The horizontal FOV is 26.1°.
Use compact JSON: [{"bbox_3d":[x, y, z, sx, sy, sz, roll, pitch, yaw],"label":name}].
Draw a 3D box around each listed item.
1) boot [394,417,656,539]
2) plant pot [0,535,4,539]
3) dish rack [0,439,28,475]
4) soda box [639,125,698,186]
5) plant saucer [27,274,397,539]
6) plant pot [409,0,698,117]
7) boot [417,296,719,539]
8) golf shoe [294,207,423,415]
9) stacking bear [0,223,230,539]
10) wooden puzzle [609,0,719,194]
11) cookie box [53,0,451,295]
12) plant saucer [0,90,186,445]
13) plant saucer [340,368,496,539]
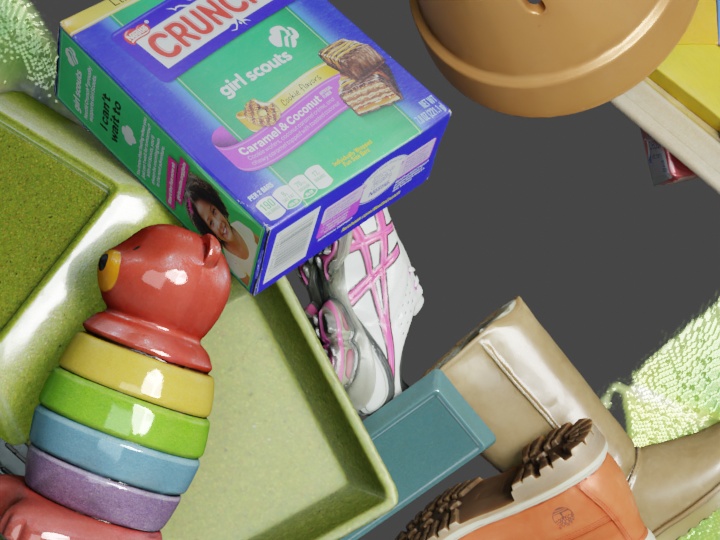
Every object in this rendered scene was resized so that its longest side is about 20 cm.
[{"bbox_3d":[0.103,0.191,1.057,0.199,0.075,0.108,-31,102,29],"label":"boot"},{"bbox_3d":[-0.306,0.246,1.020,0.180,0.199,0.201,24,90,-8],"label":"plant pot"},{"bbox_3d":[-0.199,0.058,1.084,0.153,0.055,0.200,42,90,0],"label":"dish rack"},{"bbox_3d":[0.297,-0.117,1.083,0.198,0.063,0.071,-15,91,-1],"label":"soda box"},{"bbox_3d":[-0.104,0.110,1.016,0.199,0.048,0.201,-29,81,2],"label":"plant saucer"},{"bbox_3d":[0.110,-0.218,1.002,0.198,0.140,0.202,-8,68,21],"label":"plant pot"},{"bbox_3d":[0.166,0.099,1.083,0.175,0.066,0.200,-41,90,2],"label":"boot"},{"bbox_3d":[0.000,0.000,1.087,0.091,0.072,0.202,6,85,-33],"label":"golf shoe"},{"bbox_3d":[-0.139,0.068,0.936,0.113,0.121,0.201,21,87,-25],"label":"stacking bear"},{"bbox_3d":[0.264,-0.142,1.031,0.185,0.037,0.200,-39,61,-15],"label":"wooden puzzle"},{"bbox_3d":[-0.072,-0.108,1.006,0.200,0.075,0.171,43,54,18],"label":"cookie box"},{"bbox_3d":[-0.236,-0.018,1.021,0.199,0.048,0.200,30,76,29],"label":"plant saucer"},{"bbox_3d":[-0.004,0.151,1.076,0.199,0.019,0.070,-37,106,12],"label":"plant saucer"}]
